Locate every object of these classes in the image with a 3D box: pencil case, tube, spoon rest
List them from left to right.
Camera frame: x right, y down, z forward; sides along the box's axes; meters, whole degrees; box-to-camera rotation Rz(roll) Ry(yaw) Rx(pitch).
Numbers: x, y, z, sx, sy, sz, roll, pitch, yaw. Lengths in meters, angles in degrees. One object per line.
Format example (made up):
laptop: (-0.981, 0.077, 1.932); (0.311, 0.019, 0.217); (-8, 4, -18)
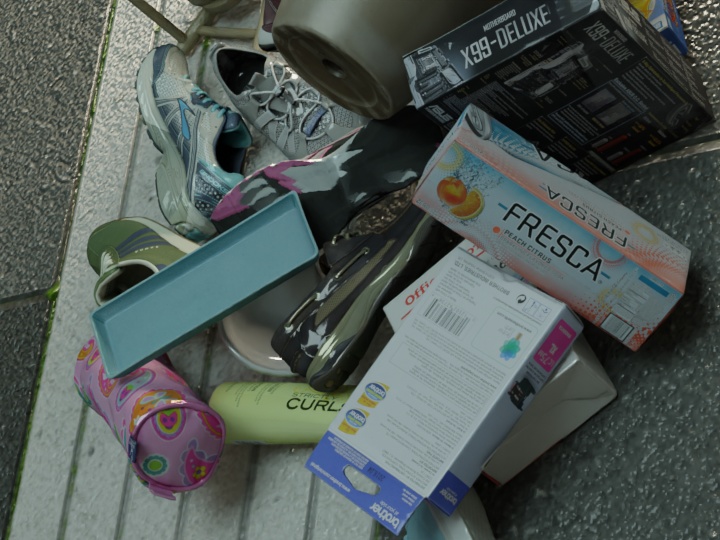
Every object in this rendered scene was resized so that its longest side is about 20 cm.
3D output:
pencil case: (-0.173, 0.112, 1.767); (0.088, 0.087, 0.200); (-50, 28, 1)
spoon rest: (-0.071, 0.002, 1.794); (0.061, 0.099, 0.201); (111, 160, -49)
tube: (-0.030, 0.111, 1.713); (0.199, 0.052, 0.058); (-2, 63, 38)

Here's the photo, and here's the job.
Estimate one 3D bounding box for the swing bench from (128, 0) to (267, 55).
swing bench: (-0.144, -0.326, 1.967); (0.129, 0.199, 0.201); (10, 70, 44)

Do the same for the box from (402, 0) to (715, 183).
box: (0.150, -0.134, 1.616); (0.157, 0.200, 0.050); (-28, 56, 23)

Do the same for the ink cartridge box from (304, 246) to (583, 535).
ink cartridge box: (0.058, 0.090, 1.566); (0.119, 0.042, 0.200); (30, 80, 45)

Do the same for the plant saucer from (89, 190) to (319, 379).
plant saucer: (-0.122, 0.015, 1.722); (0.199, 0.019, 0.070); (-30, 52, 11)

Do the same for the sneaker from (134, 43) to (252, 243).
sneaker: (-0.138, -0.123, 1.935); (0.086, 0.078, 0.201); (-27, 59, 20)

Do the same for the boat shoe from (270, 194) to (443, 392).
boat shoe: (0.000, 0.000, 1.709); (0.073, 0.075, 0.200); (31, 65, 11)

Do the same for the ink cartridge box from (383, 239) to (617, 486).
ink cartridge box: (0.095, 0.046, 1.642); (0.116, 0.067, 0.200); (-39, 46, 12)

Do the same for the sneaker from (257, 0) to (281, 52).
sneaker: (-0.013, -0.260, 1.888); (0.199, 0.075, 0.116); (-9, 83, 35)

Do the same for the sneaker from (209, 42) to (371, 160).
sneaker: (-0.065, -0.138, 1.872); (0.200, 0.082, 0.075); (29, 84, 43)

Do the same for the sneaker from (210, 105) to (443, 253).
sneaker: (-0.022, -0.065, 1.772); (0.199, 0.086, 0.081); (-23, 91, 2)

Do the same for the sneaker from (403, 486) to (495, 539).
sneaker: (0.052, 0.202, 1.577); (0.082, 0.074, 0.201); (-36, 46, 13)

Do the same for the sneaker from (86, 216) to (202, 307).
sneaker: (-0.196, 0.003, 1.867); (0.200, 0.090, 0.068); (17, 119, 47)

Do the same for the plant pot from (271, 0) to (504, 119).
plant pot: (0.025, -0.220, 1.712); (0.199, 0.200, 0.174); (20, 69, 44)

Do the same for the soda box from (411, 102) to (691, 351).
soda box: (0.138, -0.031, 1.558); (0.064, 0.199, 0.068); (-53, 7, 30)

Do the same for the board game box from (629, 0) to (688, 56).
board game box: (0.158, -0.176, 1.738); (0.199, 0.034, 0.136); (-30, 38, 21)
